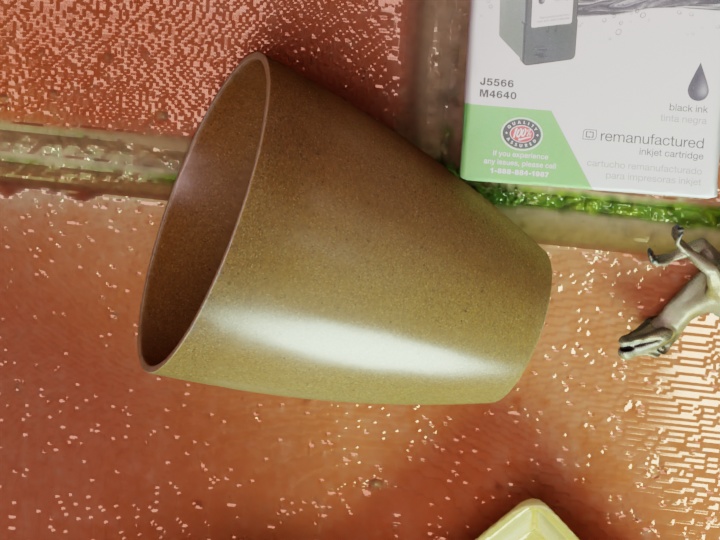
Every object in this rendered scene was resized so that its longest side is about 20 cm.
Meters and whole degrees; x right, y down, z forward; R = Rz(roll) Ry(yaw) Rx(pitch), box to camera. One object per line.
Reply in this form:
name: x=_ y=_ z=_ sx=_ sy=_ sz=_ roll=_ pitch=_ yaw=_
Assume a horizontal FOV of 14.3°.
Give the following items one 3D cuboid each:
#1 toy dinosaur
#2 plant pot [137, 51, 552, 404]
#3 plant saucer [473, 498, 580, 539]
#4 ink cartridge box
toy dinosaur: x=0.239 y=0.000 z=1.643 sx=0.199 sy=0.058 sz=0.102 roll=-10 pitch=125 yaw=19
plant pot: x=0.000 y=0.000 z=1.610 sx=0.199 sy=0.187 sz=0.187 roll=20 pitch=113 yaw=-15
plant saucer: x=0.100 y=0.253 z=1.752 sx=0.200 sy=0.049 sz=0.200 roll=-40 pitch=102 yaw=20
ink cartridge box: x=0.132 y=-0.151 z=1.572 sx=0.144 sy=0.084 sz=0.201 roll=4 pitch=111 yaw=6
